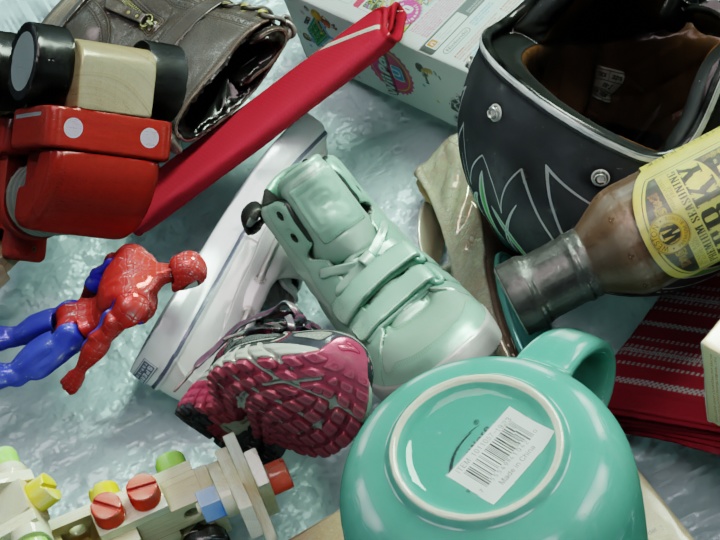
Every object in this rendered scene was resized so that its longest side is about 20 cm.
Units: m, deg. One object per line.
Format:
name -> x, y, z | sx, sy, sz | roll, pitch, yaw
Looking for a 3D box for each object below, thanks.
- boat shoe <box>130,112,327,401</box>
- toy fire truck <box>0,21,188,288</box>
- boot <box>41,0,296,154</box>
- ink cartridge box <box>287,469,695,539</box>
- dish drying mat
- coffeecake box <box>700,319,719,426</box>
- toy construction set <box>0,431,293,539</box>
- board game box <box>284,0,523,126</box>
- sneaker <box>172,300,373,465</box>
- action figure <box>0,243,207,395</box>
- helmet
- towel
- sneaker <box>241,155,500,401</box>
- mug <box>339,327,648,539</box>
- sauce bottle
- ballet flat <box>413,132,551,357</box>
boat shoe -> -0.063, -0.003, 1.609 | 0.065, 0.074, 0.200 | 32, 69, -3
toy fire truck -> -0.198, -0.039, 1.584 | 0.128, 0.176, 0.200 | 7, 88, -28
boot -> -0.102, -0.166, 1.710 | 0.174, 0.069, 0.200 | 20, 69, 44
ink cartridge box -> 0.071, 0.176, 1.430 | 0.200, 0.075, 0.165 | -30, 51, -9
dish drying mat -> -0.057, -0.093, 1.631 | 0.200, 0.018, 0.077 | -35, 17, 16
coffeecake box -> 0.300, 0.047, 1.380 | 0.200, 0.073, 0.154 | 27, 61, 29
toy construction set -> -0.132, 0.133, 1.472 | 0.200, 0.131, 0.092 | -11, 53, 4
board game box -> 0.074, -0.169, 1.682 | 0.200, 0.064, 0.148 | 28, 64, 37
sneaker -> -0.042, 0.051, 1.439 | 0.081, 0.200, 0.075 | 36, 73, -13
action figure -> -0.171, 0.036, 1.569 | 0.200, 0.052, 0.065 | -28, 37, 25
helmet -> 0.152, -0.079, 1.514 | 0.191, 0.200, 0.200 | -42, 55, -3
towel -> 0.225, 0.023, 1.518 | 0.145, 0.022, 0.200 | 9, 51, 49
sneaker -> 0.000, 0.000, 1.492 | 0.074, 0.118, 0.200 | -39, 24, -7
mug -> 0.064, 0.107, 1.364 | 0.152, 0.114, 0.185 | -11, 51, 4
sauce bottle -> 0.166, -0.028, 1.401 | 0.200, 0.065, 0.065 | -29, 52, 4
ballet flat -> 0.070, 0.004, 1.581 | 0.062, 0.067, 0.200 | -30, 43, 23
